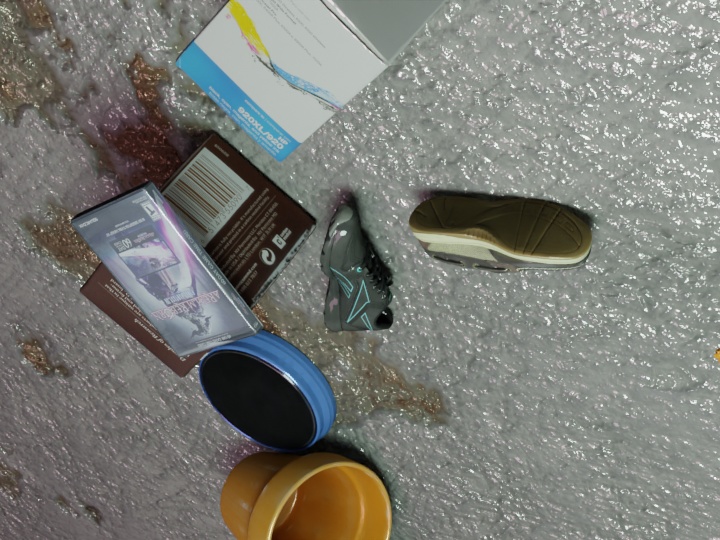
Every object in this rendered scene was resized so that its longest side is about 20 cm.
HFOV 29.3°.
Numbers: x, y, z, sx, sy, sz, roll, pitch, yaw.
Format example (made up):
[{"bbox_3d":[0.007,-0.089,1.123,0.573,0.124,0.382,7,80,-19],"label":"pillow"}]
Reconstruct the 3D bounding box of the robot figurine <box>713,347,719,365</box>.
[{"bbox_3d":[0.448,0.115,1.325,0.200,0.058,0.145,5,131,40],"label":"robot figurine"}]

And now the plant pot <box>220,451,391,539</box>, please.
[{"bbox_3d":[-0.090,0.329,1.856,0.183,0.200,0.201,17,141,52],"label":"plant pot"}]

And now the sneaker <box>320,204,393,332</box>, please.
[{"bbox_3d":[0.000,0.000,1.560,0.079,0.076,0.200,12,144,11],"label":"sneaker"}]

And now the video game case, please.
[{"bbox_3d":[-0.210,0.003,1.485,0.143,0.019,0.200,-18,115,44],"label":"video game case"}]

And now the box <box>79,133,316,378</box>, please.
[{"bbox_3d":[-0.189,-0.015,1.597,0.164,0.166,0.200,40,141,-6],"label":"box"}]

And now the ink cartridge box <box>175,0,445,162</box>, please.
[{"bbox_3d":[-0.043,-0.232,1.289,0.145,0.147,0.200,44,141,-9],"label":"ink cartridge box"}]

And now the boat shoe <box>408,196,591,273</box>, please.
[{"bbox_3d":[0.148,-0.031,1.415,0.199,0.073,0.065,13,147,31],"label":"boat shoe"}]

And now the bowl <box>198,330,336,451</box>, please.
[{"bbox_3d":[-0.127,0.162,1.827,0.200,0.039,0.201,21,139,19],"label":"bowl"}]
